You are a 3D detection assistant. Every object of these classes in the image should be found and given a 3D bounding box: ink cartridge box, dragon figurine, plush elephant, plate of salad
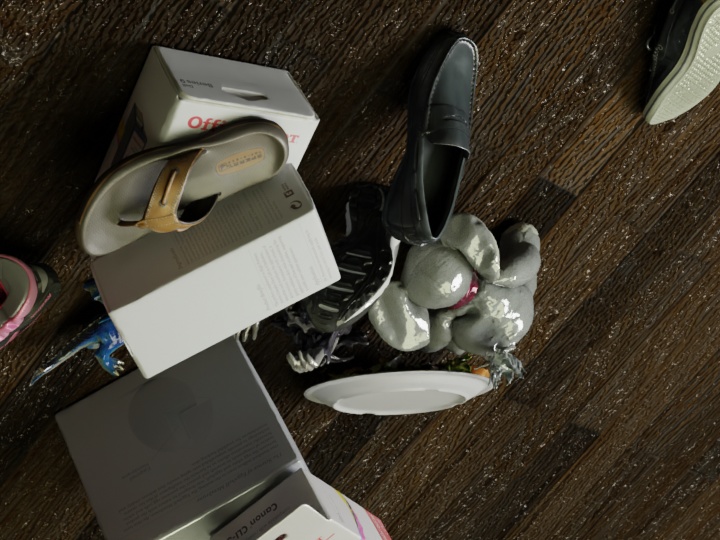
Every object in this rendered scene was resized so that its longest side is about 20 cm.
[{"bbox_3d":[-0.145,-0.086,1.617,0.144,0.088,0.201,5,127,-34],"label":"ink cartridge box"},{"bbox_3d":[-0.057,0.259,1.702,0.116,0.068,0.200,-38,142,7],"label":"ink cartridge box"},{"bbox_3d":[-0.224,0.040,1.705,0.198,0.059,0.100,-14,134,-20],"label":"dragon figurine"},{"bbox_3d":[0.092,0.010,1.801,0.164,0.201,0.155,-35,119,14],"label":"plush elephant"},{"bbox_3d":[0.040,0.115,1.889,0.198,0.049,0.200,-3,167,-1],"label":"plate of salad"}]

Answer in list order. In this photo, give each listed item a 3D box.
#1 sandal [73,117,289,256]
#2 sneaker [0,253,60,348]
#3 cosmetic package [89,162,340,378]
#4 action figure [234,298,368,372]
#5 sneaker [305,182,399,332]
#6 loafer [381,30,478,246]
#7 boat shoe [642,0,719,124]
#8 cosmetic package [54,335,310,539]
[{"bbox_3d":[-0.146,-0.064,1.532,0.199,0.055,0.082,-20,135,-13],"label":"sandal"},{"bbox_3d":[-0.347,0.055,1.644,0.199,0.079,0.095,-35,174,22],"label":"sneaker"},{"bbox_3d":[-0.126,0.000,1.593,0.199,0.074,0.102,-25,138,-5],"label":"cosmetic package"},{"bbox_3d":[-0.069,0.042,1.760,0.102,0.118,0.201,-53,138,-28],"label":"action figure"},{"bbox_3d":[0.000,0.000,1.714,0.073,0.201,0.080,15,128,11],"label":"sneaker"},{"bbox_3d":[0.076,-0.121,1.676,0.068,0.070,0.202,17,86,-38],"label":"loafer"},{"bbox_3d":[0.321,-0.219,1.790,0.074,0.063,0.201,-18,151,-22],"label":"boat shoe"},{"bbox_3d":[-0.163,0.194,1.778,0.198,0.201,0.123,-28,137,-4],"label":"cosmetic package"}]
